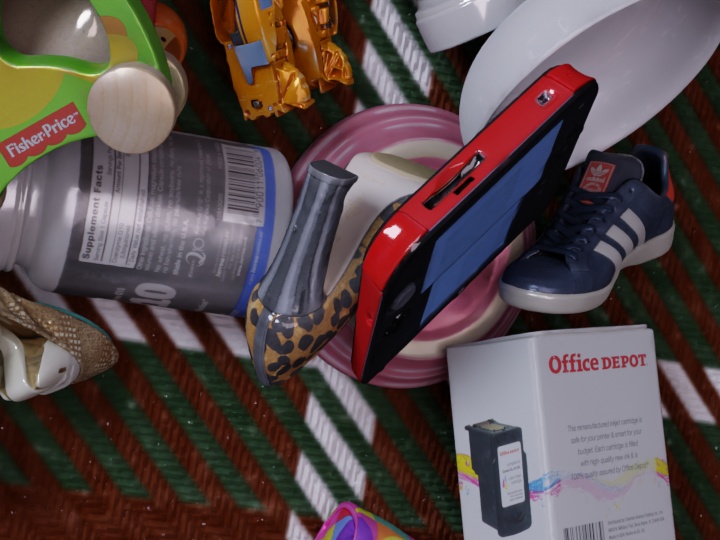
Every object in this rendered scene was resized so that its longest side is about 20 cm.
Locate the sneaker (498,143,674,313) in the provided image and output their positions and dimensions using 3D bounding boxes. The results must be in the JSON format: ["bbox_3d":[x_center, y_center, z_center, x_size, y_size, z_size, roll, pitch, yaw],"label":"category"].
[{"bbox_3d":[0.158,-0.035,1.080,0.200,0.074,0.085,-32,129,-50],"label":"sneaker"}]

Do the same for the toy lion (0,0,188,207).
[{"bbox_3d":[-0.219,-0.122,0.840,0.198,0.069,0.193,-26,107,10],"label":"toy lion"}]

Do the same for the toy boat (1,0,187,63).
[{"bbox_3d":[-0.157,-0.165,0.964,0.131,0.129,0.202,42,42,-42],"label":"toy boat"}]

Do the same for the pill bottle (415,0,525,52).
[{"bbox_3d":[0.045,-0.255,1.046,0.111,0.112,0.202,-26,101,-15],"label":"pill bottle"}]

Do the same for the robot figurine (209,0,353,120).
[{"bbox_3d":[-0.059,-0.208,1.011,0.058,0.145,0.202,-4,107,24],"label":"robot figurine"}]

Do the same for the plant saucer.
[{"bbox_3d":[0.037,-0.016,1.092,0.198,0.051,0.203,-1,94,-19],"label":"plant saucer"}]

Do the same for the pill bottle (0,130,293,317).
[{"bbox_3d":[-0.152,-0.037,0.993,0.198,0.114,0.115,8,91,-19],"label":"pill bottle"}]

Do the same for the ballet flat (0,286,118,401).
[{"bbox_3d":[-0.226,0.045,0.961,0.199,0.070,0.066,31,41,-45],"label":"ballet flat"}]

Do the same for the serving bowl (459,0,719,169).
[{"bbox_3d":[0.146,-0.145,1.039,0.198,0.201,0.066,-24,68,-16],"label":"serving bowl"}]

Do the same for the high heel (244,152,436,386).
[{"bbox_3d":[0.000,0.000,1.003,0.199,0.071,0.144,-5,119,-57],"label":"high heel"}]

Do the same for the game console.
[{"bbox_3d":[0.070,-0.027,0.980,0.031,0.177,0.200,40,66,18],"label":"game console"}]

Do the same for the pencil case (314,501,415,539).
[{"bbox_3d":[0.046,0.243,1.095,0.199,0.088,0.089,32,84,-19],"label":"pencil case"}]

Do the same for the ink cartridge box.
[{"bbox_3d":[0.143,0.144,1.080,0.145,0.082,0.203,0,83,-44],"label":"ink cartridge box"}]
